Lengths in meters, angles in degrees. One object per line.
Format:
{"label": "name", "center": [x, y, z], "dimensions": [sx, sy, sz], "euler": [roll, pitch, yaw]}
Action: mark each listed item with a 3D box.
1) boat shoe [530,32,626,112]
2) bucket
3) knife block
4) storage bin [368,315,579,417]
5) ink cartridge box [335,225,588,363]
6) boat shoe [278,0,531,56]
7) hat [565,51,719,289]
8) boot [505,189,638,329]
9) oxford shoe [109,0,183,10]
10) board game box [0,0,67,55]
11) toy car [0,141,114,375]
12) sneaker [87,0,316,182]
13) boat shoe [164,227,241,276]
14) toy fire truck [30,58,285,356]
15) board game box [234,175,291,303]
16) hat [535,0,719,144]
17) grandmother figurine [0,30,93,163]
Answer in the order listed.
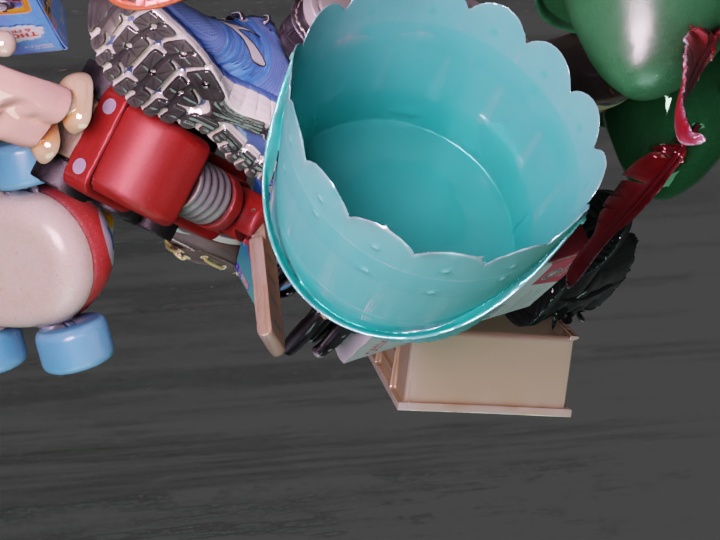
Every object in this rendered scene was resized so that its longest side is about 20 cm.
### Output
{"label": "boat shoe", "center": [0.112, -0.136, 1.051], "dimensions": [0.198, 0.076, 0.074], "euler": [-3, 168, -10]}
{"label": "bucket", "center": [0.037, -0.061, 0.869], "dimensions": [0.205, 0.209, 0.135], "euler": [-1, 151, -16]}
{"label": "knife block", "center": [0.000, 0.000, 1.052], "dimensions": [0.064, 0.177, 0.199], "euler": [-11, -161, -41]}
{"label": "storage bin", "center": [0.123, 0.086, 1.578], "dimensions": [0.198, 0.095, 0.199], "euler": [3, -166, -11]}
{"label": "ink cartridge box", "center": [0.076, -0.002, 1.188], "dimensions": [0.198, 0.084, 0.145], "euler": [-17, 166, -23]}
{"label": "boat shoe", "center": [0.038, -0.153, 0.969], "dimensions": [0.198, 0.075, 0.060], "euler": [8, 158, -30]}
{"label": "hat", "center": [0.264, -0.071, 1.129], "dimensions": [0.198, 0.178, 0.166], "euler": [-12, 163, 15]}
{"label": "boot", "center": [0.249, -0.016, 1.475], "dimensions": [0.162, 0.074, 0.199], "euler": [-11, 146, -50]}
{"label": "oxford shoe", "center": [-0.059, -0.203, 0.821], "dimensions": [0.198, 0.072, 0.073], "euler": [-9, -168, 0]}
{"label": "board game box", "center": [-0.274, -0.182, 0.827], "dimensions": [0.150, 0.037, 0.200], "euler": [-6, 162, 0]}
{"label": "toy car", "center": [-0.255, -0.033, 1.161], "dimensions": [0.175, 0.186, 0.200], "euler": [-4, -163, 27]}
{"label": "sneaker", "center": [-0.104, -0.143, 0.947], "dimensions": [0.078, 0.090, 0.200], "euler": [-22, 137, 34]}
{"label": "boat shoe", "center": [-0.145, -0.034, 1.273], "dimensions": [0.060, 0.072, 0.199], "euler": [-44, 153, 18]}
{"label": "toy fire truck", "center": [-0.124, -0.043, 1.014], "dimensions": [0.199, 0.129, 0.176], "euler": [27, 179, 29]}
{"label": "board game box", "center": [-0.028, -0.052, 1.214], "dimensions": [0.151, 0.045, 0.200], "euler": [-25, 165, -18]}
{"label": "hat", "center": [0.204, -0.122, 0.919], "dimensions": [0.199, 0.178, 0.165], "euler": [9, 158, -41]}
{"label": "grandmother figurine", "center": [-0.272, -0.121, 0.876], "dimensions": [0.121, 0.061, 0.199], "euler": [-44, 145, 20]}
